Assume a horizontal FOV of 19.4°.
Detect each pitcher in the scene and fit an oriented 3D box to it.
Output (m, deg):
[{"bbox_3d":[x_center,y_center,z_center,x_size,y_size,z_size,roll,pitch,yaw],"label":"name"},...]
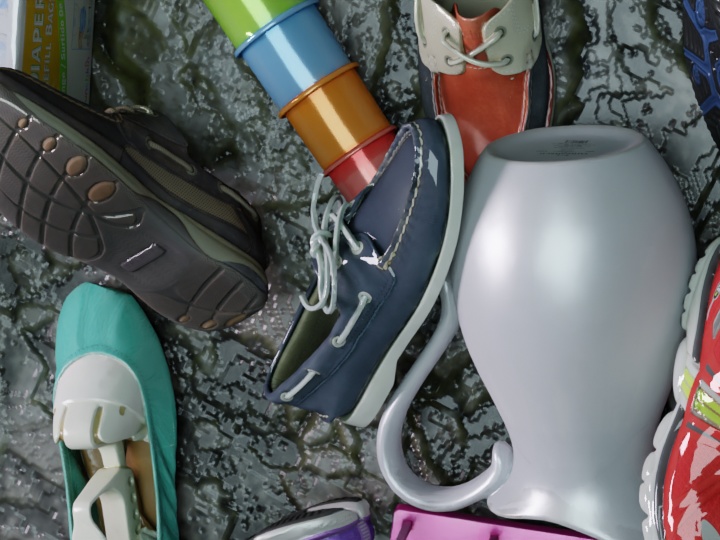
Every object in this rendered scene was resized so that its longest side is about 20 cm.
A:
[{"bbox_3d":[0.084,0.033,1.060,0.171,0.121,0.200,0,107,17],"label":"pitcher"}]

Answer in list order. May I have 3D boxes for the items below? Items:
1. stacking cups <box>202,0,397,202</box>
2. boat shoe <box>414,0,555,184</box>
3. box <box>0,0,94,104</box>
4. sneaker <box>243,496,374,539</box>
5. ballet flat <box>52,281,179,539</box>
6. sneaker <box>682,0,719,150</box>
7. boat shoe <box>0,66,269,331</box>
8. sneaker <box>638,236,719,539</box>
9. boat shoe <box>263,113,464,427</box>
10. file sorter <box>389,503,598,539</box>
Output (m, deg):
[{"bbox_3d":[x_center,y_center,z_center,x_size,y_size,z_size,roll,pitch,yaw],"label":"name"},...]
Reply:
[{"bbox_3d":[-0.030,-0.114,1.106,0.060,0.061,0.200,-36,90,15],"label":"stacking cups"},{"bbox_3d":[0.061,-0.135,1.073,0.071,0.063,0.200,2,97,13],"label":"boat shoe"},{"bbox_3d":[-0.210,-0.140,1.123,0.112,0.101,0.200,7,97,15],"label":"box"},{"bbox_3d":[-0.053,0.197,1.129,0.083,0.081,0.200,48,114,13],"label":"sneaker"},{"bbox_3d":[-0.134,0.106,1.145,0.067,0.070,0.200,-8,93,16],"label":"ballet flat"},{"bbox_3d":[0.221,-0.074,1.041,0.077,0.076,0.200,-24,89,-7],"label":"sneaker"},{"bbox_3d":[-0.126,-0.045,1.088,0.074,0.073,0.200,-25,131,31],"label":"boat shoe"},{"bbox_3d":[0.183,0.072,0.971,0.077,0.085,0.200,8,83,-22],"label":"sneaker"},{"bbox_3d":[0.000,0.000,1.063,0.062,0.075,0.200,9,137,-14],"label":"boat shoe"},{"bbox_3d":[0.101,0.213,1.052,0.200,0.125,0.139,8,98,6],"label":"file sorter"}]
